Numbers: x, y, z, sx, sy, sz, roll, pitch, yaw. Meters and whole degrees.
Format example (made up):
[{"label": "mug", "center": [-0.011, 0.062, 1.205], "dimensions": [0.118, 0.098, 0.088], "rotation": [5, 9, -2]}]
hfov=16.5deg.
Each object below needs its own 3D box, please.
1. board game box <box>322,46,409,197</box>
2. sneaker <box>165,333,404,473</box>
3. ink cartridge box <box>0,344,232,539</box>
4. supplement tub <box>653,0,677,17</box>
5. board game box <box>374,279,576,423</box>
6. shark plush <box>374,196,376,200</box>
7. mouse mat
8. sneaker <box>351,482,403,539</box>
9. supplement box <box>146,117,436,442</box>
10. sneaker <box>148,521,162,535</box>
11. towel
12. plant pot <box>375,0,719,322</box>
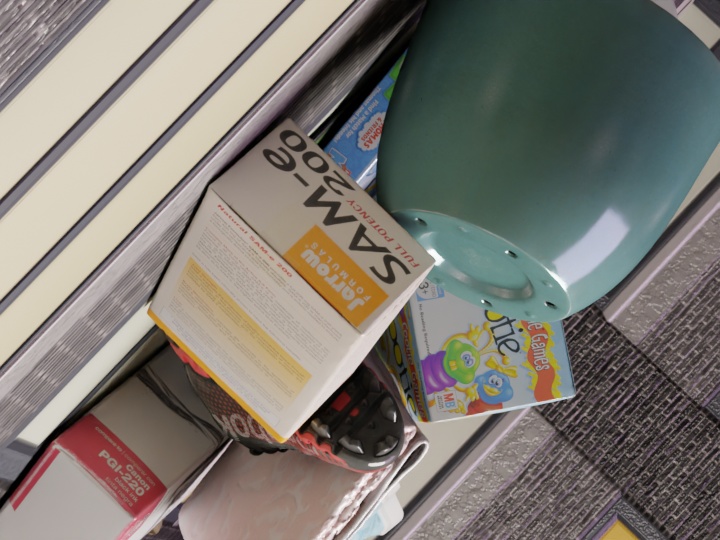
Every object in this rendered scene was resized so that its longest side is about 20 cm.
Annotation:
[{"label": "board game box", "center": [0.012, -0.088, 1.680], "dimensions": [0.200, 0.037, 0.151], "rotation": [-48, 176, 29]}, {"label": "sneaker", "center": [-0.045, 0.088, 1.664], "dimensions": [0.071, 0.200, 0.098], "rotation": [-41, 142, -27]}, {"label": "ink cartridge box", "center": [-0.170, 0.144, 1.799], "dimensions": [0.146, 0.085, 0.200], "rotation": [-50, 177, 38]}, {"label": "supplement tub", "center": [0.173, -0.169, 1.959], "dimensions": [0.132, 0.132, 0.200], "rotation": [-46, 175, -7]}, {"label": "board game box", "center": [0.067, 0.047, 1.739], "dimensions": [0.103, 0.105, 0.200], "rotation": [-10, 179, -12]}, {"label": "shark plush", "center": [0.022, -0.055, 1.994], "dimensions": [0.200, 0.091, 0.083], "rotation": [-29, 132, -57]}, {"label": "mouse mat", "center": [0.001, -0.105, 1.712], "dimensions": [0.161, 0.008, 0.200], "rotation": [-46, 176, -12]}, {"label": "sneaker", "center": [-0.020, 0.173, 1.823], "dimensions": [0.082, 0.074, 0.200], "rotation": [-41, 166, -9]}, {"label": "supplement box", "center": [-0.046, 0.010, 1.512], "dimensions": [0.074, 0.126, 0.200], "rotation": [-44, 175, -27]}, {"label": "sneaker", "center": [-0.194, 0.184, 2.170], "dimensions": [0.200, 0.070, 0.076], "rotation": [126, -11, -81]}, {"label": "towel", "center": [-0.044, 0.143, 1.728], "dimensions": [0.200, 0.032, 0.191], "rotation": [-51, -152, 9]}, {"label": "plant pot", "center": [0.102, -0.067, 1.483], "dimensions": [0.161, 0.201, 0.201], "rotation": [-64, -179, -19]}]
